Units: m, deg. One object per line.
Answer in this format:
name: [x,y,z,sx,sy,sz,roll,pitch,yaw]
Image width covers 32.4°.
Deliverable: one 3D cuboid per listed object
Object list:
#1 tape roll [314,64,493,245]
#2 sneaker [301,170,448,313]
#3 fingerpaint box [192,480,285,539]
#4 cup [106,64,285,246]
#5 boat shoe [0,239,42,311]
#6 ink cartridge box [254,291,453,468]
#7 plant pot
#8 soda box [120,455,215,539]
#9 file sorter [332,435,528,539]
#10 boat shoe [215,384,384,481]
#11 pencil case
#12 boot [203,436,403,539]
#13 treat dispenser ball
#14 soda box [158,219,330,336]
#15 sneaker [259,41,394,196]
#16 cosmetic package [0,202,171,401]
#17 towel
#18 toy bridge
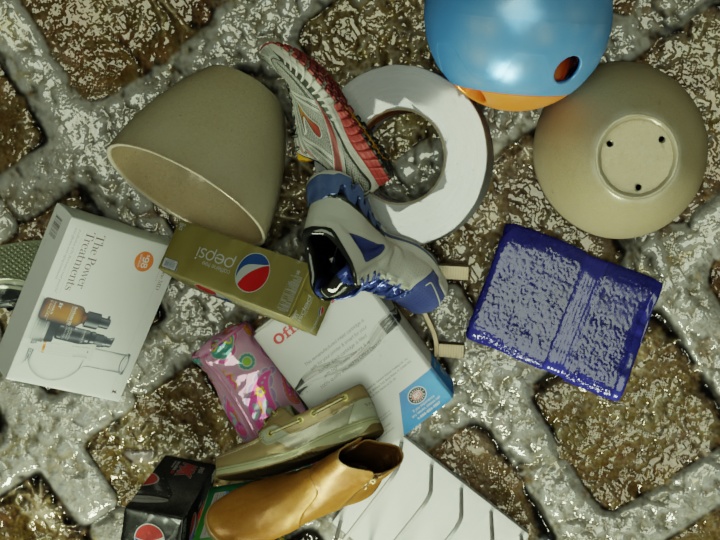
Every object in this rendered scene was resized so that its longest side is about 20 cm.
tape roll: [0.049,-0.128,1.395,0.197,0.066,0.204,1,94,11]
sneaker: [0.000,-0.001,1.324,0.080,0.116,0.199,-22,126,40]
fingerpaint box: [-0.134,0.369,1.398,0.072,0.201,0.169,-10,118,14]
cup: [-0.160,-0.140,1.374,0.198,0.200,0.144,29,74,-1]
boat shoe: [-0.401,0.010,1.451,0.197,0.063,0.075,-3,57,-18]
ink cartridge box: [-0.006,0.101,1.436,0.144,0.084,0.201,-37,95,9]
plant pot: [0.293,-0.129,1.361,0.197,0.134,0.204,0,97,4]
soda box: [-0.218,0.274,1.415,0.070,0.200,0.064,10,98,2]
file sorter: [0.081,0.318,1.443,0.199,0.125,0.139,37,99,-3]
boat shoe: [-0.073,0.183,1.386,0.197,0.074,0.067,-19,72,7]
pencil case: [-0.116,0.161,1.451,0.087,0.087,0.202,-29,95,7]
boot: [-0.060,0.232,1.339,0.199,0.144,0.072,-7,63,-35]
treat dispenser ball: [0.166,-0.270,1.306,0.197,0.201,0.204,0,98,3]
soda box: [-0.127,0.007,1.387,0.198,0.068,0.065,19,80,32]
sneaker: [-0.051,-0.162,1.342,0.082,0.078,0.201,-36,86,13]
cosmetic package: [-0.312,0.040,1.424,0.150,0.052,0.202,16,102,-41]
towel: [0.234,0.047,1.435,0.198,0.050,0.150,22,89,1]
toy bridge: [0.094,0.000,1.445,0.066,0.027,0.203,3,97,3]
